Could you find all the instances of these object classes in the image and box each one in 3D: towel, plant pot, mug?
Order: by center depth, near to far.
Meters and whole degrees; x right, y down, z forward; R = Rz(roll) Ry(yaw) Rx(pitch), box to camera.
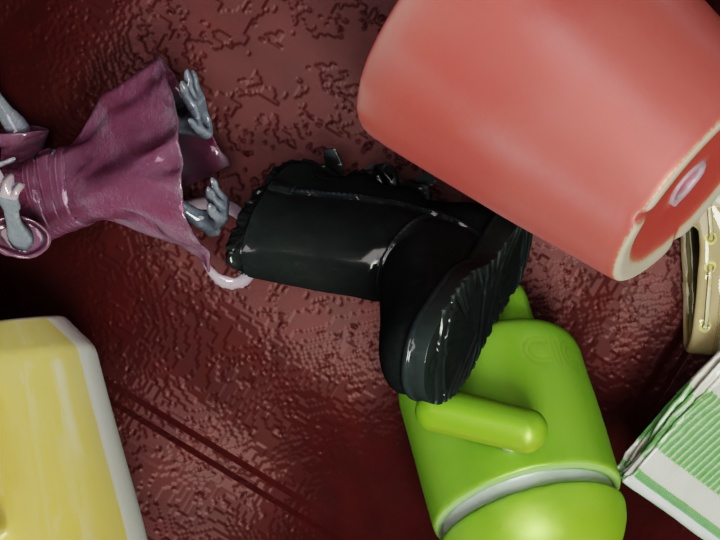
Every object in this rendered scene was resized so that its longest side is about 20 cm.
[{"bbox_3d":[0.125,-0.103,1.191,0.177,0.200,0.201,42,96,17],"label":"plant pot"},{"bbox_3d":[-0.205,0.106,1.269,0.149,0.186,0.154,-5,85,-23],"label":"mug"},{"bbox_3d":[0.263,0.081,1.277,0.152,0.023,0.200,36,96,-31],"label":"towel"}]

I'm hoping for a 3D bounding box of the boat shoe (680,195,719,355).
[{"bbox_3d":[0.209,-0.044,1.274,0.066,0.074,0.201,-12,94,-1],"label":"boat shoe"}]

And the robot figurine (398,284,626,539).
[{"bbox_3d":[0.091,0.110,1.252,0.115,0.176,0.200,-15,62,0],"label":"robot figurine"}]

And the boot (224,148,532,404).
[{"bbox_3d":[0.000,-0.001,1.220,0.162,0.198,0.074,13,121,16],"label":"boot"}]

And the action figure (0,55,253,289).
[{"bbox_3d":[-0.178,-0.054,1.304,0.199,0.134,0.149,-16,136,17],"label":"action figure"}]
